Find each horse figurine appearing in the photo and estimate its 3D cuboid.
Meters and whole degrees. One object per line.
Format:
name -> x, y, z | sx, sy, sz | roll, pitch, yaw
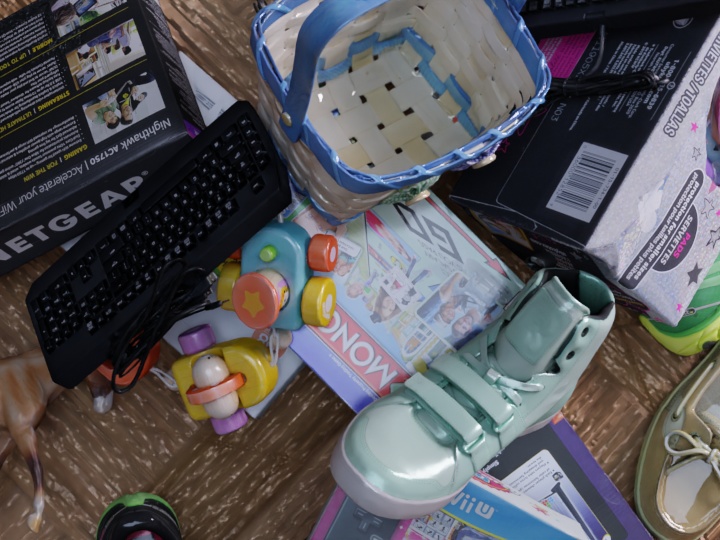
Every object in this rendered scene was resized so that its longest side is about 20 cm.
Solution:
horse figurine -> -0.265, 0.097, 0.868 | 0.199, 0.050, 0.133 | 8, 72, 8

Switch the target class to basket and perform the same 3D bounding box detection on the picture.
basket -> 0.029, -0.123, 0.738 | 0.176, 0.200, 0.139 | -30, 73, -21

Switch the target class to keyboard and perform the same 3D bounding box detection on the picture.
keyboard -> 0.141, -0.157, 0.775 | 0.199, 0.021, 0.128 | -1, 85, 41
keyboard -> -0.125, -0.008, 0.774 | 0.200, 0.040, 0.104 | -40, 63, 19

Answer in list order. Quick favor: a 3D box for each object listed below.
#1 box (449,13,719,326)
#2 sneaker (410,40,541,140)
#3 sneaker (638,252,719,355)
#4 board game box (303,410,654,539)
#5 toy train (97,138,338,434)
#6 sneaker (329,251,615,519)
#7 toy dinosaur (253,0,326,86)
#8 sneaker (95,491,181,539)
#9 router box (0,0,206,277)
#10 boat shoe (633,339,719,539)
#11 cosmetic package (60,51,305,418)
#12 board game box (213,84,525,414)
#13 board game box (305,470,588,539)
box -> 0.177, -0.088, 0.827 | 0.115, 0.132, 0.201 | 34, 85, -40
sneaker -> 0.097, -0.171, 0.893 | 0.081, 0.077, 0.201 | 18, 89, -19
sneaker -> 0.249, -0.040, 0.866 | 0.083, 0.074, 0.200 | 37, 86, 0
board game box -> 0.080, 0.192, 0.855 | 0.200, 0.057, 0.166 | -35, 87, -3
toy train -> -0.106, 0.023, 0.806 | 0.150, 0.056, 0.200 | 45, 116, 1
sneaker -> 0.067, 0.056, 0.735 | 0.074, 0.200, 0.119 | 41, 129, 22
toy dinosaur -> -0.007, -0.206, 0.888 | 0.086, 0.135, 0.201 | 33, 58, -37
sneaker -> -0.131, 0.242, 0.835 | 0.076, 0.084, 0.201 | -16, 85, -10
router box -> -0.208, -0.093, 0.852 | 0.199, 0.051, 0.150 | -26, 65, 9
boat shoe -> 0.246, 0.087, 0.856 | 0.073, 0.063, 0.201 | 36, 83, 4
cosmetic package -> -0.094, -0.023, 0.881 | 0.200, 0.052, 0.151 | 40, 88, 4
board game box -> 0.000, 0.000, 0.840 | 0.200, 0.029, 0.135 | 44, 86, 2
board game box -> 0.024, 0.209, 0.789 | 0.147, 0.064, 0.201 | 27, 92, 4
